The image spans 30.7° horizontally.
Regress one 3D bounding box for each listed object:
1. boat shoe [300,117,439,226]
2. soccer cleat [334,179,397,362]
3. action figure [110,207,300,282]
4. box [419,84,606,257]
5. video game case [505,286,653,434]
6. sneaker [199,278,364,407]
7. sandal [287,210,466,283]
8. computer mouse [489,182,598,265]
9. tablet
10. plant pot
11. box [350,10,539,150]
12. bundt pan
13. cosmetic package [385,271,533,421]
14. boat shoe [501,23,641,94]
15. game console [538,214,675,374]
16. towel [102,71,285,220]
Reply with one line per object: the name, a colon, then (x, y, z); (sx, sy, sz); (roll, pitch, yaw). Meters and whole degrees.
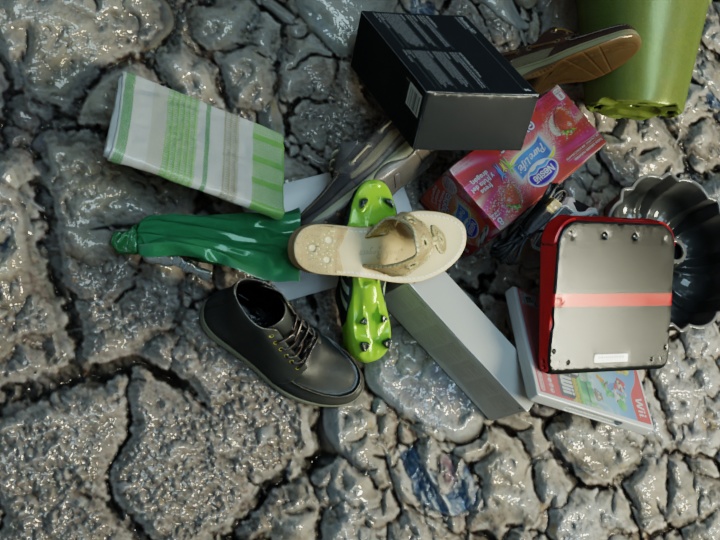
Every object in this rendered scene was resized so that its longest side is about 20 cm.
boat shoe: (0.001, -0.107, 1.485); (0.200, 0.075, 0.073); (-38, 65, -19)
soccer cleat: (0.000, 0.000, 1.439); (0.067, 0.081, 0.200); (0, 94, -26)
action figure: (-0.165, -0.027, 1.394); (0.200, 0.055, 0.118); (4, 39, -6)
box: (0.180, -0.118, 1.551); (0.200, 0.100, 0.095); (-39, 88, -27)
video game case: (0.255, 0.106, 1.522); (0.200, 0.017, 0.143); (19, 48, -36)
sneaker: (-0.071, 0.081, 1.392); (0.200, 0.106, 0.075); (30, 67, -14)
sandal: (0.034, -0.022, 1.369); (0.212, 0.070, 0.078); (-3, 94, -25)
computer mouse: (0.222, -0.055, 1.542); (0.044, 0.110, 0.200); (42, 17, 20)
tablet: (-0.028, -0.049, 1.496); (0.200, 0.014, 0.130); (-16, 84, -26)
plant pot: (0.350, -0.291, 1.638); (0.200, 0.200, 0.190); (5, 87, -22)
box: (0.091, -0.218, 1.493); (0.141, 0.079, 0.200); (-4, 37, -22)
bundt pan: (0.368, -0.016, 1.624); (0.202, 0.076, 0.202); (6, 75, -23)
cosmetic package: (0.116, 0.079, 1.488); (0.200, 0.083, 0.051); (48, 64, -7)
boat shoe: (0.237, -0.264, 1.581); (0.072, 0.200, 0.072); (25, 52, -53)
game console: (0.282, 0.027, 1.495); (0.200, 0.031, 0.177); (1, 95, -35)
towel: (-0.176, -0.130, 1.410); (0.200, 0.031, 0.149); (21, 38, -19)
